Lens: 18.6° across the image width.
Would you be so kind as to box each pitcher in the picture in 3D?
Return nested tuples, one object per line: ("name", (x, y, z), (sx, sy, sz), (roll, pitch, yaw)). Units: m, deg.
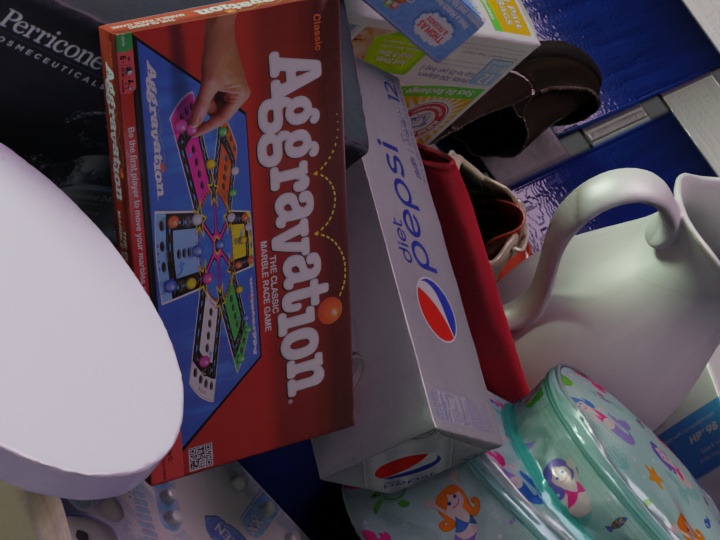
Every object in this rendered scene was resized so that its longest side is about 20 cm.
("pitcher", (0.130, 0.020, 1.216), (0.171, 0.200, 0.122), (21, 43, -37))

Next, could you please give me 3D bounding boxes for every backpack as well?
("backpack", (0.090, 0.134, 1.106), (0.200, 0.151, 0.178), (38, 12, -6))

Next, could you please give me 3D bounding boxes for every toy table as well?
("toy table", (-0.173, 0.033, 0.888), (0.183, 0.117, 0.200), (-25, 71, -45))

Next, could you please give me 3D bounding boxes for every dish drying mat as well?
("dish drying mat", (0.044, 0.011, 1.151), (0.018, 0.077, 0.201), (-47, 136, -31))

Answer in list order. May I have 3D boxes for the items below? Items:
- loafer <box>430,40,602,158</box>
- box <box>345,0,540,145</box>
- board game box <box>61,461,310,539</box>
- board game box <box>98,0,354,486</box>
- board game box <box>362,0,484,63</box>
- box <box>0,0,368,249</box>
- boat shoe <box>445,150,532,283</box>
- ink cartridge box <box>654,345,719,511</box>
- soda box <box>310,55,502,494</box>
("loafer", (0.088, -0.103, 1.414), (0.199, 0.073, 0.072), (-4, 71, -46))
("box", (-0.015, -0.142, 1.202), (0.199, 0.112, 0.102), (1, 57, -47))
("board game box", (-0.073, 0.153, 1.003), (0.200, 0.026, 0.200), (48, 33, -6))
("board game box", (-0.053, -0.014, 0.925), (0.102, 0.201, 0.019), (-15, 26, -27))
("board game box", (-0.031, -0.205, 1.058), (0.200, 0.037, 0.151), (57, 13, 31))
("box", (-0.136, -0.075, 0.986), (0.196, 0.200, 0.118), (22, 43, -36))
("boat shoe", (0.063, -0.025, 1.261), (0.200, 0.062, 0.072), (29, 51, -61))
("ink cartridge box", (0.224, 0.055, 1.419), (0.115, 0.067, 0.201), (16, 47, -41))
("soda box", (0.000, 0.000, 1.041), (0.063, 0.068, 0.201), (20, 51, -55))
